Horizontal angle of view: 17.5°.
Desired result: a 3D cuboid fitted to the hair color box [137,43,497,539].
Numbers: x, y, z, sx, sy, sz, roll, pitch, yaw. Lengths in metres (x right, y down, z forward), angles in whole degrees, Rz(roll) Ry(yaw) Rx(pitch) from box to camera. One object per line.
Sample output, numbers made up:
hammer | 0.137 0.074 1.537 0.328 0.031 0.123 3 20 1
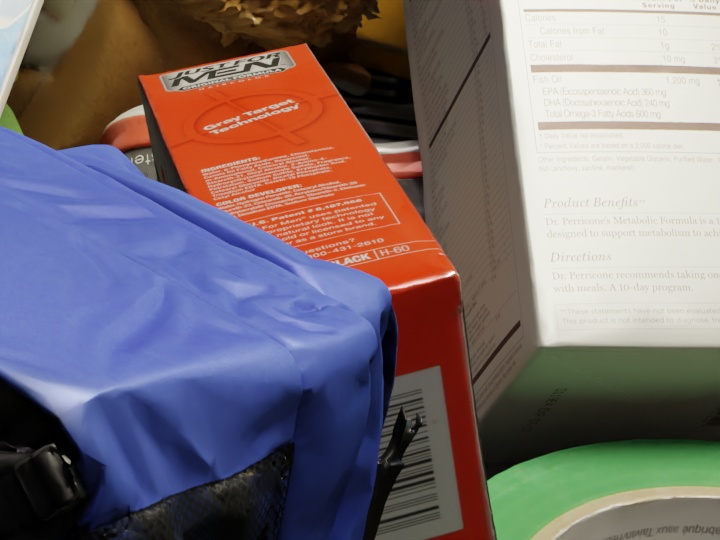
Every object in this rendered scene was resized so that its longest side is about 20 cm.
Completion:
hair color box | -0.017 0.013 0.688 0.061 0.102 0.200 -13 25 -9

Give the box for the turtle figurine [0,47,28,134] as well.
turtle figurine | -0.176 -0.041 0.806 0.199 0.144 0.194 -23 57 -19

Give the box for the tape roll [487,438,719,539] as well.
tape roll | 0.109 0.122 0.650 0.199 0.049 0.201 6 29 -3

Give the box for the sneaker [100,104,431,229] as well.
sneaker | 0.000 0.000 0.842 0.198 0.077 0.082 10 60 -10

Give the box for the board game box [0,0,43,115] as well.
board game box | -0.195 -0.127 0.768 0.198 0.026 0.201 7 47 5

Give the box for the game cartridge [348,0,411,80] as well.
game cartridge | 0.086 -0.142 0.983 0.176 0.032 0.200 -47 30 -10

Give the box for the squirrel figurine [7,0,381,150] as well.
squirrel figurine | -0.045 -0.114 0.920 0.199 0.143 0.186 -16 -8 35

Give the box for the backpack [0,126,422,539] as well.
backpack | -0.079 0.081 0.523 0.162 0.202 0.167 28 25 36

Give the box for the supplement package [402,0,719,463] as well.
supplement package | 0.084 -0.048 0.782 0.109 0.114 0.202 1 68 -14

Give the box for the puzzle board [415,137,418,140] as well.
puzzle board | 0.128 -0.082 0.963 0.198 0.018 0.151 -7 19 22
